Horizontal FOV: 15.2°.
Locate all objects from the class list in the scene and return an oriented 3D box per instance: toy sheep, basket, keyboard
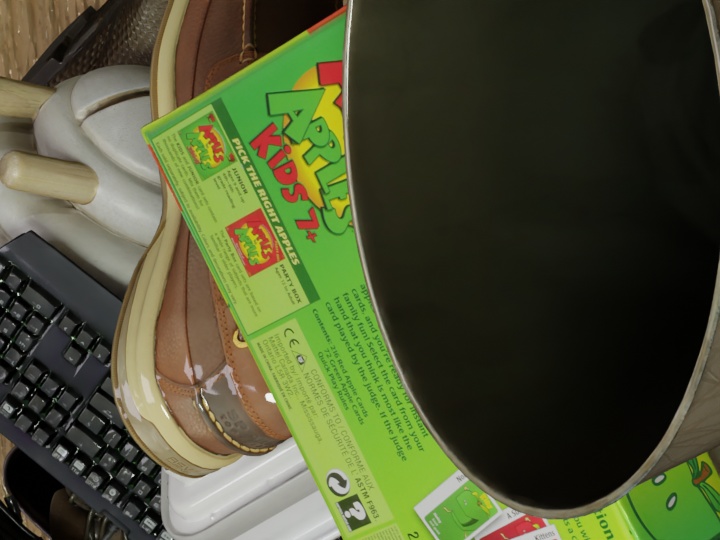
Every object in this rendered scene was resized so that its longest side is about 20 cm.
[{"bbox_3d":[-0.105,-0.015,1.060,0.200,0.138,0.138,-55,51,31],"label":"toy sheep"},{"bbox_3d":[0.114,-0.045,0.692,0.136,0.200,0.181,9,106,51],"label":"basket"},{"bbox_3d":[-0.086,0.087,1.006,0.200,0.021,0.127,39,117,4],"label":"keyboard"}]

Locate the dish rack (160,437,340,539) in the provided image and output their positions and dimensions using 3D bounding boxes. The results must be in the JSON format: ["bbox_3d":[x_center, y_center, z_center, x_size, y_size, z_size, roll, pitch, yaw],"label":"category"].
[{"bbox_3d":[0.000,0.000,0.899,0.200,0.044,0.172,-32,40,31],"label":"dish rack"}]

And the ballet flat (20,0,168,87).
[{"bbox_3d":[-0.077,-0.101,1.084,0.046,0.067,0.200,42,140,-13],"label":"ballet flat"}]

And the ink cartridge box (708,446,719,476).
[{"bbox_3d":[0.069,0.097,0.830,0.174,0.044,0.200,-50,42,-8],"label":"ink cartridge box"}]

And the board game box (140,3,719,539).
[{"bbox_3d":[0.026,0.025,0.765,0.101,0.048,0.200,-27,90,41],"label":"board game box"}]

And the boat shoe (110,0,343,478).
[{"bbox_3d":[-0.025,-0.032,0.862,0.067,0.072,0.201,-15,56,37],"label":"boat shoe"}]

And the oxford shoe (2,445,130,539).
[{"bbox_3d":[-0.079,0.112,1.081,0.200,0.084,0.073,19,108,50],"label":"oxford shoe"}]
